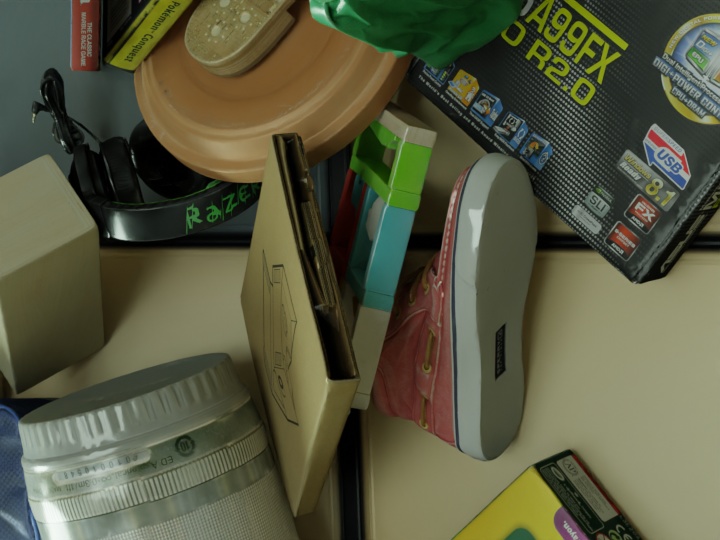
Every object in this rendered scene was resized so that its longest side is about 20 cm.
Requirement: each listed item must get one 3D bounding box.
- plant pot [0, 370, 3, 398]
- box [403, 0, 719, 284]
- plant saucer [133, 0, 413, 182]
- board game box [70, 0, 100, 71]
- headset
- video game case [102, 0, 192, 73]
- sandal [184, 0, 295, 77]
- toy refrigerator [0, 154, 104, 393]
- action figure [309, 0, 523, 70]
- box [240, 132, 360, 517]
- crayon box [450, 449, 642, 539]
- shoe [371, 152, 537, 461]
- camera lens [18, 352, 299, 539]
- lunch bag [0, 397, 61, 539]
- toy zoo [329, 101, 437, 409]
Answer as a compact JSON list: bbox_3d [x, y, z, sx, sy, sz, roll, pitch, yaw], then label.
[{"bbox_3d":[-0.385,0.130,1.211,0.200,0.200,0.178,24,97,29],"label":"plant pot"},{"bbox_3d":[0.141,-0.116,0.921,0.200,0.044,0.160,45,117,21],"label":"box"},{"bbox_3d":[-0.058,-0.153,1.003,0.200,0.032,0.201,-11,64,22],"label":"plant saucer"},{"bbox_3d":[-0.180,-0.183,1.054,0.019,0.200,0.103,-1,97,-9],"label":"board game box"},{"bbox_3d":[-0.149,-0.080,1.065,0.200,0.123,0.094,19,131,46],"label":"headset"},{"bbox_3d":[-0.113,-0.254,1.008,0.181,0.025,0.201,-39,45,45],"label":"video game case"},{"bbox_3d":[-0.043,-0.219,0.963,0.078,0.070,0.212,32,85,32],"label":"sandal"},{"bbox_3d":[-0.225,0.005,1.088,0.070,0.076,0.200,54,160,16],"label":"toy refrigerator"},{"bbox_3d":[0.028,-0.154,0.845,0.118,0.200,0.055,-43,71,28],"label":"action figure"},{"bbox_3d":[-0.040,0.039,0.973,0.200,0.021,0.164,108,151,-59],"label":"box"},{"bbox_3d":[0.121,0.241,0.964,0.173,0.058,0.200,-48,69,29],"label":"crayon box"},{"bbox_3d":[0.049,0.017,0.959,0.091,0.071,0.201,19,125,31],"label":"shoe"},{"bbox_3d":[-0.125,0.171,1.042,0.160,0.160,0.201,-13,97,33],"label":"camera lens"},{"bbox_3d":[-0.236,0.191,1.147,0.135,0.132,0.201,-9,85,30],"label":"lunch bag"},{"bbox_3d":[0.000,0.000,0.981,0.020,0.131,0.201,12,102,-13],"label":"toy zoo"}]
